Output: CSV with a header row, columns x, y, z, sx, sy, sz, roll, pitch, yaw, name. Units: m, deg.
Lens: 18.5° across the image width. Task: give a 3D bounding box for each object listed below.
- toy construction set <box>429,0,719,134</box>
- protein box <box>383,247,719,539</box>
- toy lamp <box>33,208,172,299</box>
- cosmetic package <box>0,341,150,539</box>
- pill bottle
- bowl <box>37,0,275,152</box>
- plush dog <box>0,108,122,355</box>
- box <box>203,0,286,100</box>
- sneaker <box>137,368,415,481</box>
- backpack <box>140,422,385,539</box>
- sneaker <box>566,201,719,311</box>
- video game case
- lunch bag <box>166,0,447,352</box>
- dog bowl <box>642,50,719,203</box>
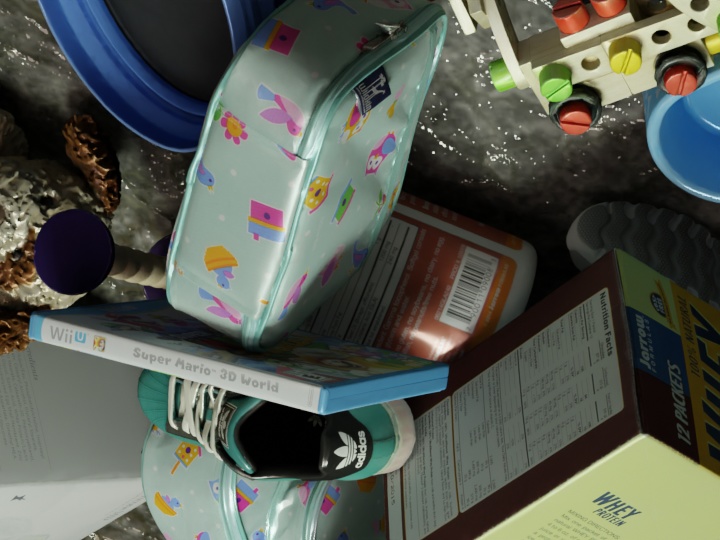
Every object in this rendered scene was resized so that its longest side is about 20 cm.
x,y,z,sx,sy,sz,roll,pitch,yaw,name
0.127,-0.148,1.187,0.199,0.092,0.131,-7,139,30,toy construction set
0.151,0.126,1.298,0.198,0.135,0.200,30,130,-31,protein box
-0.134,-0.002,1.385,0.058,0.059,0.200,2,176,18,toy lamp
-0.266,0.128,1.522,0.199,0.124,0.199,0,156,-44,cosmetic package
0.000,0.000,1.370,0.199,0.112,0.112,22,137,-1,pill bottle
-0.119,-0.165,1.236,0.200,0.039,0.201,35,141,34,bowl
-0.241,-0.032,1.408,0.171,0.201,0.161,25,171,10,plush dog
-0.046,-0.150,1.251,0.064,0.070,0.201,44,146,31,box
-0.068,0.083,1.319,0.199,0.080,0.072,8,98,37,sneaker
-0.048,0.139,1.469,0.153,0.176,0.200,6,136,40,backpack
0.206,0.031,1.351,0.199,0.075,0.082,29,135,-11,sneaker
-0.068,0.046,1.267,0.199,0.143,0.018,12,99,29,video game case
-0.024,-0.065,1.212,0.077,0.160,0.201,32,129,16,lunch bag
0.243,-0.100,1.225,0.199,0.050,0.112,-23,122,36,dog bowl
